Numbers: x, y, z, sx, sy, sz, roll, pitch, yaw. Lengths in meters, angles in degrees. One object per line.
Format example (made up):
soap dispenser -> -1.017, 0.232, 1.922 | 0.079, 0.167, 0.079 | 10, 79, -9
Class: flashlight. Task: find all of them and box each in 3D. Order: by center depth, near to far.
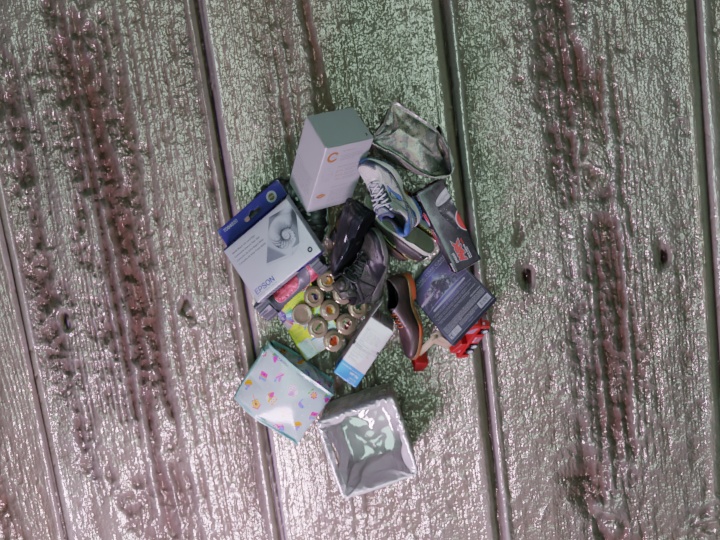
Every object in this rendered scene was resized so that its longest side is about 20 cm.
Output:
flashlight -> -0.164, 0.032, 1.636 | 0.199, 0.068, 0.068 | -40, 89, 7

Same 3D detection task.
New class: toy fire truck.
toy fire truck -> 0.206, 0.164, 1.650 | 0.137, 0.202, 0.050 | -1, 54, -20

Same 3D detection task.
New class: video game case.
video game case -> 0.206, 0.056, 1.623 | 0.143, 0.201, 0.019 | -47, 136, 9

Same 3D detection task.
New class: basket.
basket -> 0.021, 0.395, 1.680 | 0.195, 0.161, 0.203 | -19, 97, 6

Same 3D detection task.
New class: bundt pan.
bundt pan -> -0.174, -0.118, 1.656 | 0.196, 0.076, 0.208 | 0, 98, 3

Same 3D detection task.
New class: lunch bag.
lunch bag -> 0.128, -0.276, 1.573 | 0.197, 0.164, 0.119 | 32, 96, -2
lunch bag -> -0.186, 0.287, 1.694 | 0.198, 0.122, 0.172 | 35, 99, -9

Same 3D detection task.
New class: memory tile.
memory tile -> -0.057, 0.075, 1.673 | 0.153, 0.017, 0.201 | 40, 80, -9

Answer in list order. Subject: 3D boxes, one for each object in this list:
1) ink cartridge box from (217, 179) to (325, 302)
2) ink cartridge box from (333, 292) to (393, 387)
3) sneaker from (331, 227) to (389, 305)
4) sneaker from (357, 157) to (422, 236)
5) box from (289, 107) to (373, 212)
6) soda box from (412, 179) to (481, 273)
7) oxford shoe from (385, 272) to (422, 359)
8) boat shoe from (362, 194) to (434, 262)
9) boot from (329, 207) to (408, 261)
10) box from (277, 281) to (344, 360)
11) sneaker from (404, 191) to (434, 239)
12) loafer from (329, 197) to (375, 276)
ink cartridge box -> -0.210, -0.068, 1.594 | 0.198, 0.041, 0.202 | -38, 83, 12
ink cartridge box -> 0.021, 0.162, 1.667 | 0.067, 0.116, 0.202 | 33, 99, -3
sneaker -> 0.000, 0.000, 1.589 | 0.112, 0.077, 0.203 | -16, 137, -30
sneaker -> 0.059, -0.156, 1.529 | 0.076, 0.086, 0.200 | -17, 124, 48
box -> -0.068, -0.241, 1.548 | 0.122, 0.202, 0.099 | -18, 61, -30
soda box -> 0.194, -0.100, 1.584 | 0.070, 0.063, 0.203 | -28, 97, -2
oxford shoe -> 0.095, 0.111, 1.656 | 0.071, 0.071, 0.206 | -6, 85, -37
boat shoe -> 0.076, -0.091, 1.613 | 0.200, 0.072, 0.061 | 38, 138, -9
boot -> 0.020, -0.067, 1.671 | 0.198, 0.075, 0.097 | 37, 121, -10
box -> -0.136, 0.100, 1.701 | 0.116, 0.048, 0.203 | -30, 98, 7
sneaker -> 0.138, -0.156, 1.644 | 0.198, 0.075, 0.091 | 37, 86, -7
loafer -> -0.030, -0.075, 1.606 | 0.072, 0.072, 0.202 | 44, 128, 23
